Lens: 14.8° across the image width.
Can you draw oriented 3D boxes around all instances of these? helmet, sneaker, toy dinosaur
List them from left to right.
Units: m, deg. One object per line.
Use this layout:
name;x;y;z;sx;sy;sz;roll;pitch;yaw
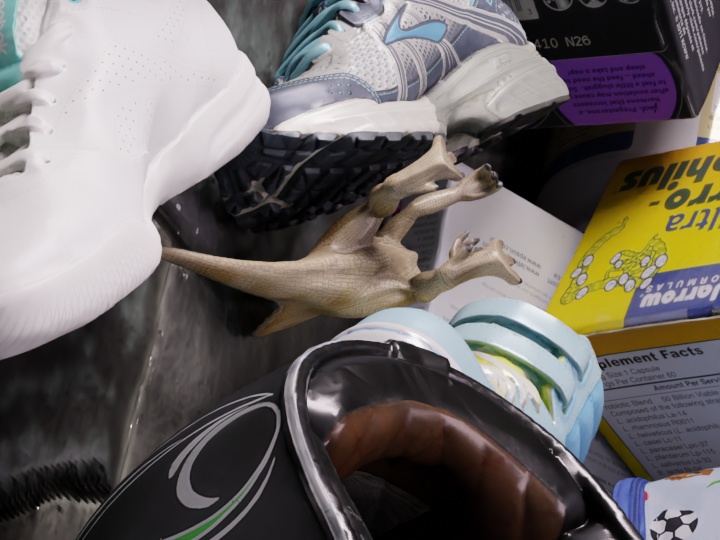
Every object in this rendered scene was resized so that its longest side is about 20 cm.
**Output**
sneaker;-0.095;-0.042;0.839;0.089;0.075;0.200;65;26;-19
helmet;-0.013;0.140;0.849;0.191;0.200;0.200;-53;168;24
sneaker;-0.004;-0.074;1.042;0.200;0.077;0.087;-20;80;-58
toy dinosaur;0.000;0.000;0.995;0.058;0.101;0.200;65;17;9
sneaker;0.035;0.043;0.997;0.200;0.079;0.131;79;30;-55

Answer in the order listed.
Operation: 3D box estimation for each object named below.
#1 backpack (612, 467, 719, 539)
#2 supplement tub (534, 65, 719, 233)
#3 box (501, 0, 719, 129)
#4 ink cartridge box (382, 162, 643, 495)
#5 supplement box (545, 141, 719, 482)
backpack;0.146;0.169;1.058;0.200;0.153;0.192;64;25;-63
supplement tub;0.165;-0.085;1.301;0.145;0.144;0.201;54;42;-51
box;0.101;-0.161;1.190;0.200;0.122;0.106;-64;143;-46
ink cartridge box;0.074;0.081;1.155;0.196;0.043;0.201;28;64;-41
supplement box;0.183;0.051;1.167;0.200;0.108;0.110;51;50;-28
